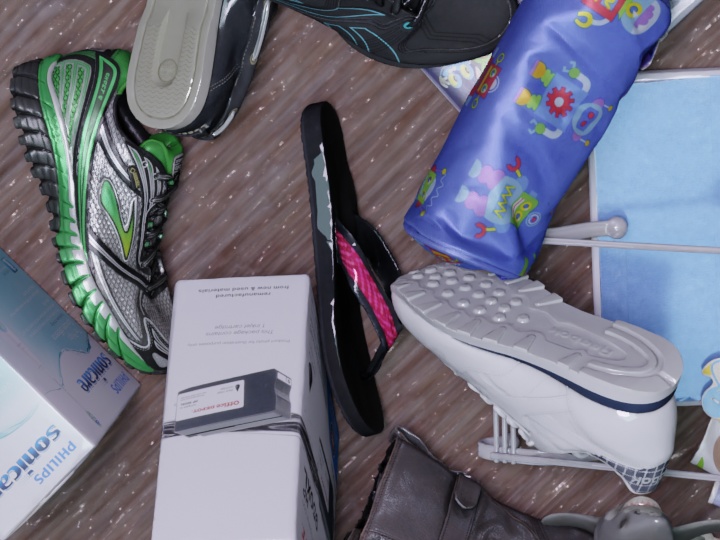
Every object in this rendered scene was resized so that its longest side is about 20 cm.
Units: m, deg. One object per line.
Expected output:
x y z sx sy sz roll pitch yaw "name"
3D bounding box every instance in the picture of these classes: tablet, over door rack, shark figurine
0.201 -0.019 1.639 0.129 0.014 0.201 -2 101 6 "tablet"
0.156 0.048 1.602 0.199 0.066 0.149 7 104 39 "over door rack"
0.187 0.189 1.613 0.128 0.214 0.090 -9 68 44 "shark figurine"

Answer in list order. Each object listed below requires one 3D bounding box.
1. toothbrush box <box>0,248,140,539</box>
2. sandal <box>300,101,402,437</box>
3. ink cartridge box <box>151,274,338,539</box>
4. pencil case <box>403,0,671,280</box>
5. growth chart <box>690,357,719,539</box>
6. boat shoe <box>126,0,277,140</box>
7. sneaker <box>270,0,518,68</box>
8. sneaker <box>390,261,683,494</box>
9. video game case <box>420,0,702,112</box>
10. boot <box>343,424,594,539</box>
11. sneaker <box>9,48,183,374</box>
-0.237 0.044 1.628 0.200 0.146 0.085 43 102 -5 "toothbrush box"
0.000 0.000 1.632 0.045 0.075 0.201 -6 98 10 "sandal"
-0.062 0.124 1.576 0.084 0.201 0.145 -3 136 6 "ink cartridge box"
0.102 -0.089 1.562 0.087 0.078 0.201 27 97 -17 "pencil case"
0.267 0.095 1.643 0.144 0.018 0.201 13 109 1 "growth chart"
-0.077 -0.174 1.618 0.072 0.067 0.201 17 91 36 "boat shoe"
-0.001 -0.160 1.552 0.199 0.079 0.076 14 91 -15 "sneaker"
0.093 0.057 1.571 0.200 0.076 0.081 29 134 37 "sneaker"
0.101 -0.191 1.605 0.200 0.023 0.182 -42 90 11 "video game case"
0.064 0.199 1.617 0.173 0.201 0.069 22 137 -10 "boot"
-0.139 -0.034 1.637 0.085 0.078 0.201 -16 98 8 "sneaker"
